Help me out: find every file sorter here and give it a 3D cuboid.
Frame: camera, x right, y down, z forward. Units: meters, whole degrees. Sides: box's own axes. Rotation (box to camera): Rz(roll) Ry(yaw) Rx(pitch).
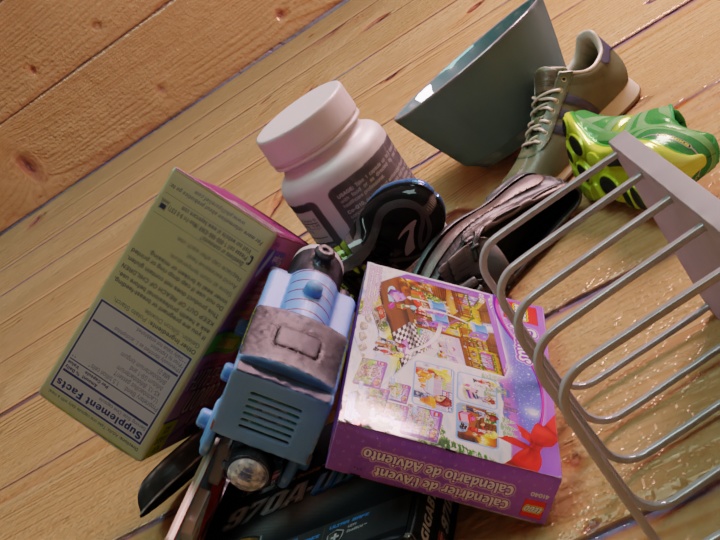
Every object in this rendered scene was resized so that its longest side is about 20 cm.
[{"bbox_3d":[0.160,0.036,0.588,0.124,0.139,0.200,-35,20,8],"label":"file sorter"}]

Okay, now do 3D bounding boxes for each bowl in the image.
[{"bbox_3d":[0.142,-0.185,1.127,0.200,0.105,0.201,-40,8,7],"label":"bowl"}]

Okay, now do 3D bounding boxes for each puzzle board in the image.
[{"bbox_3d":[-0.116,0.180,0.784,0.201,0.017,0.152,-70,-1,-56],"label":"puzzle board"}]

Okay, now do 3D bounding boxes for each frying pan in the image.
[{"bbox_3d":[-0.124,0.143,0.903,0.190,0.031,0.115,-45,-7,20],"label":"frying pan"}]

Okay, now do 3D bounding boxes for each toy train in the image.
[{"bbox_3d":[-0.050,0.061,0.747,0.201,0.086,0.115,-74,8,-56],"label":"toy train"}]

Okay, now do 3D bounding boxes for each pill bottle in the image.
[{"bbox_3d":[-0.002,-0.067,0.991,0.112,0.201,0.113,-31,20,13],"label":"pill bottle"}]

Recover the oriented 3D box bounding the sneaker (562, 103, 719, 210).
[{"bbox_3d":[0.230,-0.097,0.888,0.083,0.075,0.200,-20,20,-8],"label":"sneaker"}]

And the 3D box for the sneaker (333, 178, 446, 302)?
[{"bbox_3d":[-0.001,0.000,0.914,0.199,0.071,0.083,-41,17,27],"label":"sneaker"}]

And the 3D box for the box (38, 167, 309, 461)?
[{"bbox_3d":[-0.142,0.035,0.869,0.201,0.096,0.176,-58,-5,1],"label":"box"}]

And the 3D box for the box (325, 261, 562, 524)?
[{"bbox_3d":[0.057,0.072,0.700,0.201,0.135,0.039,-77,2,-62],"label":"box"}]

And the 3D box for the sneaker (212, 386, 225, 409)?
[{"bbox_3d":[-0.069,0.071,1.016,0.095,0.080,0.200,13,53,41],"label":"sneaker"}]

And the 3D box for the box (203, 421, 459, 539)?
[{"bbox_3d":[-0.022,0.168,0.730,0.199,0.046,0.159,-27,22,27],"label":"box"}]

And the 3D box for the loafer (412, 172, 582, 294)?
[{"bbox_3d":[0.113,-0.019,0.893,0.063,0.072,0.200,1,40,50],"label":"loafer"}]

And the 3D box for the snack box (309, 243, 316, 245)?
[{"bbox_3d":[-0.123,0.058,1.134,0.142,0.053,0.200,-8,34,50],"label":"snack box"}]

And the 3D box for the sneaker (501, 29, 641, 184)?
[{"bbox_3d":[0.187,-0.153,1.030,0.200,0.090,0.067,-45,23,-22],"label":"sneaker"}]
